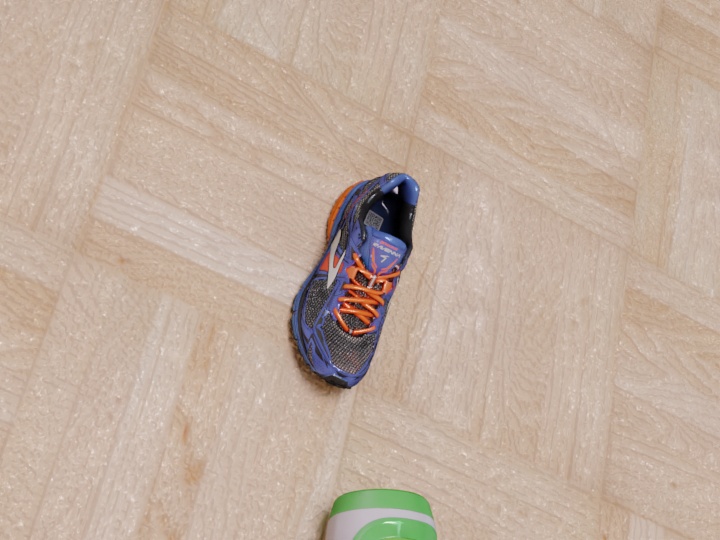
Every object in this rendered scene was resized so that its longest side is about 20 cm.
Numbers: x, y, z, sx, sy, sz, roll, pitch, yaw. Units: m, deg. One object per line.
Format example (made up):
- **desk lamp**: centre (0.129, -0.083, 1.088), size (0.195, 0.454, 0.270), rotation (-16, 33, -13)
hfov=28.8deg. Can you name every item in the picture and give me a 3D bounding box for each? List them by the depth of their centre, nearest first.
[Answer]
- **speaker**: centre (0.015, 0.264, 1.004), size (0.088, 0.088, 0.202), rotation (14, 62, -26)
- **sneaker**: centre (0.000, 0.000, 1.119), size (0.075, 0.078, 0.202), rotation (24, 58, -20)
